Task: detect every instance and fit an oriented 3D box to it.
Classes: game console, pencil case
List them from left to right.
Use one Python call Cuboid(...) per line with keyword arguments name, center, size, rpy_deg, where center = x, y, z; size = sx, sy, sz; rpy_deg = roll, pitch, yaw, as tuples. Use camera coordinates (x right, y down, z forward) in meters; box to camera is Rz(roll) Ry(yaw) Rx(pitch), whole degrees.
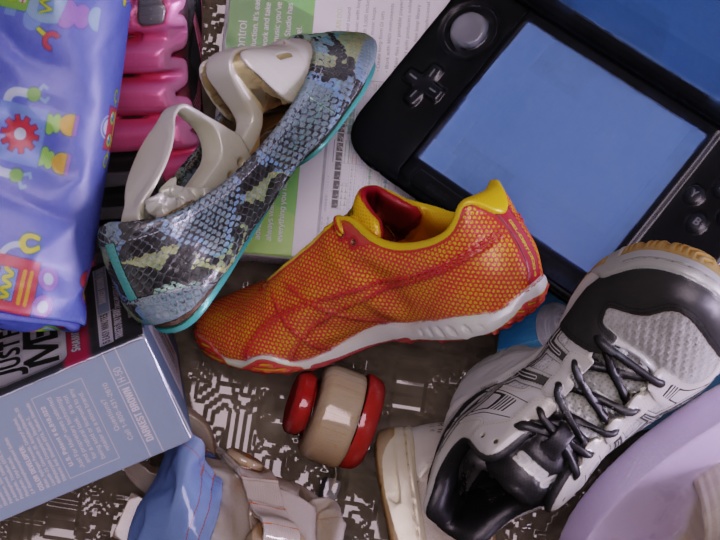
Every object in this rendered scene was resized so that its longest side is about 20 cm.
Cuboid(name="pencil case", center=(-0.151, -0.070, 1.190), size=(0.086, 0.078, 0.202), rpy_deg=(9, 90, -1))
Cuboid(name="game console", center=(0.098, -0.096, 1.206), size=(0.200, 0.116, 0.176), rpy_deg=(36, 83, 31))

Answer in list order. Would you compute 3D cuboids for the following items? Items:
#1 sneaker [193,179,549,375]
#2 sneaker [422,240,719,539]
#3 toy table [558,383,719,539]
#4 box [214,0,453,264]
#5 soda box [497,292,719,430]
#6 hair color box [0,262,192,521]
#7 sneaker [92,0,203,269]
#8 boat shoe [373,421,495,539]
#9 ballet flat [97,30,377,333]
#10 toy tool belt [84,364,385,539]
Cuboid(name="sneaker", center=(0.000, 0.000, 1.246), size=(0.199, 0.073, 0.078), rpy_deg=(-15, 101, 36))
Cuboid(name="sneaker", center=(0.097, 0.063, 1.166), size=(0.075, 0.200, 0.088), rpy_deg=(36, 50, -8))
Cuboid(name="toy table", center=(0.187, 0.130, 1.185), size=(0.200, 0.183, 0.118), rpy_deg=(-45, 42, 27))
Cuboid(name="box", center=(0.026, -0.069, 1.312), size=(0.198, 0.036, 0.146), rpy_deg=(6, 82, -2))
Cuboid(name="soda box", center=(0.168, 0.020, 1.242), size=(0.199, 0.064, 0.068), rpy_deg=(-15, 122, 19))
Cuboid(name="hair color box", center=(-0.182, 0.072, 1.238), size=(0.199, 0.099, 0.061), rpy_deg=(-24, 114, 2))
Cuboid(name="sneaker", center=(-0.101, -0.082, 1.289), size=(0.078, 0.095, 0.202), rpy_deg=(5, 107, 11))
Cuboid(name="boat shoe", center=(0.057, 0.167, 1.262), size=(0.069, 0.074, 0.202), rpy_deg=(-12, 82, 3))
Cuboid(name="ballet flat", center=(-0.056, -0.061, 1.218), size=(0.074, 0.074, 0.201), rpy_deg=(30, 52, 2))
Cuboid(name="toy tool belt", center=(-0.075, 0.125, 1.241), size=(0.122, 0.125, 0.201), rpy_deg=(20, 82, -7))
